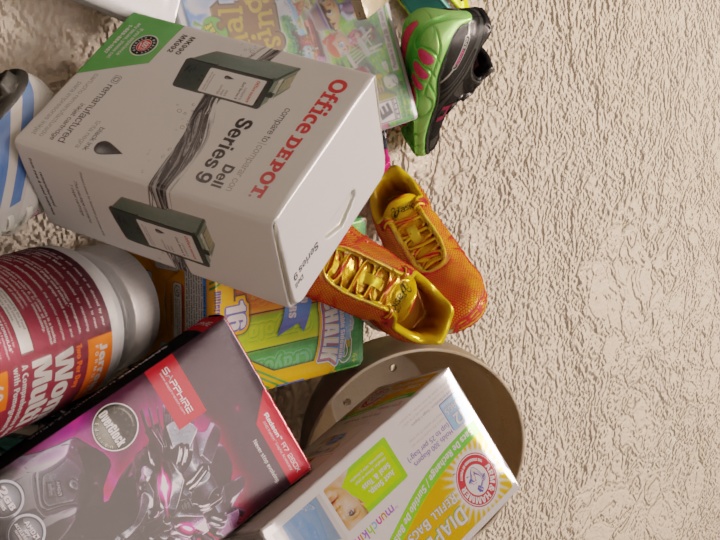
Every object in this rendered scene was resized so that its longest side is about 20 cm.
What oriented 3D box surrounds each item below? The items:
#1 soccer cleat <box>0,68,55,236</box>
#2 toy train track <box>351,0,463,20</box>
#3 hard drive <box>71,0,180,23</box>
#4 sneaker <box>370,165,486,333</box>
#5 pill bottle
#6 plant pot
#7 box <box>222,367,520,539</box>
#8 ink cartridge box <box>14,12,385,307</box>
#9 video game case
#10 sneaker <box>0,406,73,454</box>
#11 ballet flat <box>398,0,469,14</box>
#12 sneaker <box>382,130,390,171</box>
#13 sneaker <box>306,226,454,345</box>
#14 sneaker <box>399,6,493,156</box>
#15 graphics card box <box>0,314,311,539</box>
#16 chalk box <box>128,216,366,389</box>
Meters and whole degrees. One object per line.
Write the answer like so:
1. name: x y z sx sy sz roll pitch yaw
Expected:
1. soccer cleat: -0.257 -0.039 0.697 0.086 0.069 0.202 46 66 -38
2. toy train track: 0.043 -0.263 0.875 0.200 0.032 0.116 -48 130 -38
3. hard drive: -0.204 -0.259 0.719 0.198 0.026 0.134 16 87 -37
4. sneaker: 0.049 -0.018 0.921 0.072 0.201 0.077 -33 130 1
5. pill bottle: -0.224 0.045 0.685 0.199 0.108 0.111 -23 115 -62
6. plant pot: 0.031 0.139 0.949 0.197 0.135 0.204 -5 109 -14
7. box: 0.004 0.175 0.768 0.199 0.101 0.113 -37 97 -34
8. ink cartridge box: -0.100 -0.080 0.702 0.147 0.197 0.085 -59 156 -33
9. video game case: -0.057 -0.193 0.838 0.180 0.022 0.203 -21 102 -22
10. sneaker: -0.222 0.139 0.766 0.199 0.077 0.080 32 85 -43
11. ballet flat: 0.043 -0.286 0.957 0.200 0.066 0.068 43 47 -43
12. sneaker: -0.001 -0.178 0.917 0.080 0.074 0.203 -12 105 -42
13. sneaker: 0.000 0.000 0.780 0.199 0.077 0.074 25 83 -43
14. sneaker: 0.075 -0.163 0.929 0.083 0.200 0.078 -16 75 -10
15. graphics card box: -0.142 0.134 0.690 0.199 0.051 0.127 -34 102 -23
16. chalk box: -0.074 0.015 0.848 0.198 0.123 0.127 -11 106 -42
